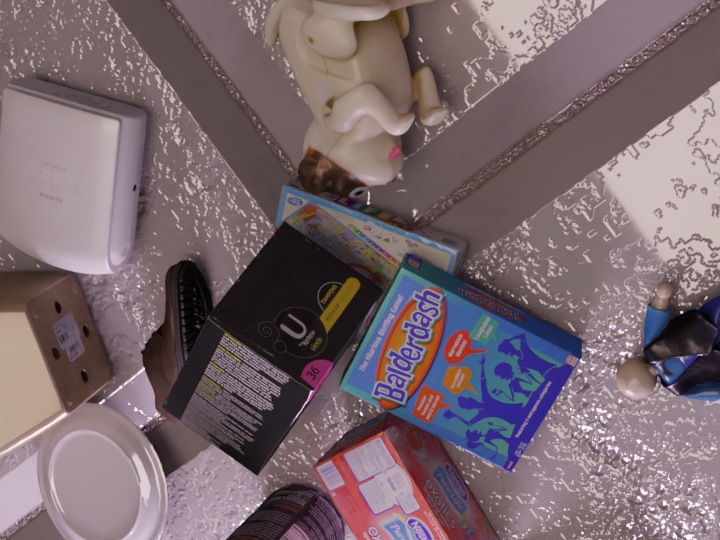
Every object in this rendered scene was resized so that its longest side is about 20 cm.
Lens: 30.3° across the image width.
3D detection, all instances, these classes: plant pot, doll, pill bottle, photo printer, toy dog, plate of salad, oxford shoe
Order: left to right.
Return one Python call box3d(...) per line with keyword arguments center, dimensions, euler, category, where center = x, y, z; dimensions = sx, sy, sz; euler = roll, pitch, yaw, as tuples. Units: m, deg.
box3d(center=(-0.404, 0.104, 1.519), dimensions=(0.177, 0.200, 0.201), euler=(-15, 100, 16), category="plant pot")
box3d(center=(-0.324, -0.098, 1.477), dimensions=(0.166, 0.069, 0.201), euler=(18, 113, 18), category="photo printer")
box3d(center=(-0.306, 0.254, 1.598), dimensions=(0.199, 0.048, 0.201), euler=(5, 101, 29), category="plate of salad")
box3d(center=(-0.211, 0.082, 1.486), dimensions=(0.084, 0.073, 0.201), euler=(11, 111, 22), category="oxford shoe")
box3d(center=(-0.101, 0.320, 1.442), dimensions=(0.106, 0.200, 0.107), euler=(7, 109, 22), category="pill bottle")
box3d(center=(-0.013, -0.168, 1.281), dimensions=(0.193, 0.140, 0.201), euler=(5, 111, 23), category="toy dog")
box3d(center=(0.325, 0.065, 1.257), dimensions=(0.200, 0.048, 0.137), euler=(-34, 101, 35), category="doll")

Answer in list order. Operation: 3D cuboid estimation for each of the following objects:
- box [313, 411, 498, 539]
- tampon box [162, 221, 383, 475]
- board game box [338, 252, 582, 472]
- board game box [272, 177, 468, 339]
box3d(center=(0.055, 0.254, 1.411), dimensions=(0.102, 0.095, 0.200), euler=(-30, 93, 29), category="box")
box3d(center=(-0.091, 0.082, 1.346), dimensions=(0.126, 0.150, 0.200), euler=(35, 142, 1), category="tampon box")
box3d(center=(0.099, 0.094, 1.339), dimensions=(0.200, 0.045, 0.152), euler=(26, 114, -1), category="board game box")
box3d(center=(0.000, 0.000, 1.387), dimensions=(0.199, 0.034, 0.135), euler=(22, 114, 16), category="board game box")
